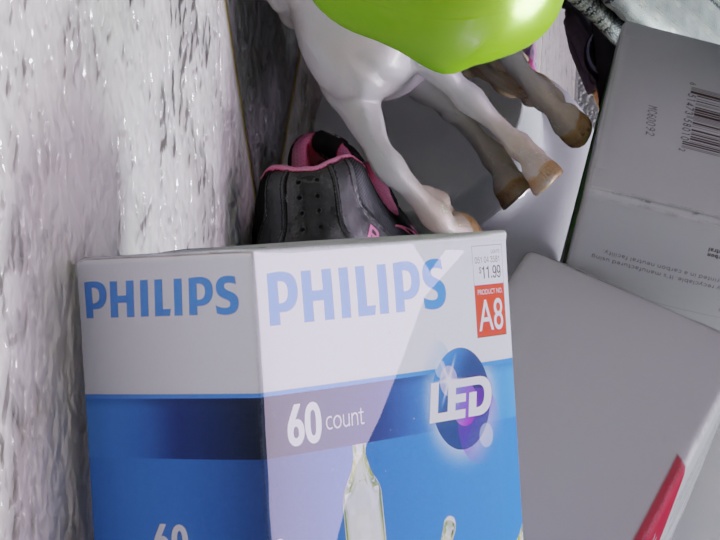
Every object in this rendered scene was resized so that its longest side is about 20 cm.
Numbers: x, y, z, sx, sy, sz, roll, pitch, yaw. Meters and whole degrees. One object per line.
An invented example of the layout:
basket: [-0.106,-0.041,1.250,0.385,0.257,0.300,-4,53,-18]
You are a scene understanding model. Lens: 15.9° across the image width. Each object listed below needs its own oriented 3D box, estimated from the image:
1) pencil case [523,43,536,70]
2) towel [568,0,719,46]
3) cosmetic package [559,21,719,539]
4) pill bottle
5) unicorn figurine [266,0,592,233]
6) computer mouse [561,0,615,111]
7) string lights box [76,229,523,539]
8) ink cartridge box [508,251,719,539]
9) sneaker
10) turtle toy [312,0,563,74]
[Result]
pencil case: [0.036,-0.099,1.095,0.201,0.087,0.088,83,11,-51]
towel: [0.093,-0.178,0.942,0.200,0.034,0.194,34,54,-42]
cosmetic package: [0.107,0.028,0.926,0.108,0.084,0.201,-72,175,-52]
pill bottle: [0.055,-0.011,1.042,0.200,0.112,0.114,53,36,-54]
unicorn figurine: [0.013,-0.077,0.845,0.138,0.074,0.200,50,0,-2]
computer mouse: [0.111,-0.070,1.088,0.201,0.046,0.140,61,-8,10]
string lights box: [-0.010,0.093,0.625,0.102,0.059,0.202,-6,93,-51]
ink cartridge box: [0.044,0.118,0.849,0.148,0.085,0.201,-55,165,-49]
sneaker: [0.000,0.000,0.884,0.200,0.078,0.096,17,62,-84]
turtle toy: [-0.004,-0.132,0.592,0.200,0.101,0.146,52,28,-28]
